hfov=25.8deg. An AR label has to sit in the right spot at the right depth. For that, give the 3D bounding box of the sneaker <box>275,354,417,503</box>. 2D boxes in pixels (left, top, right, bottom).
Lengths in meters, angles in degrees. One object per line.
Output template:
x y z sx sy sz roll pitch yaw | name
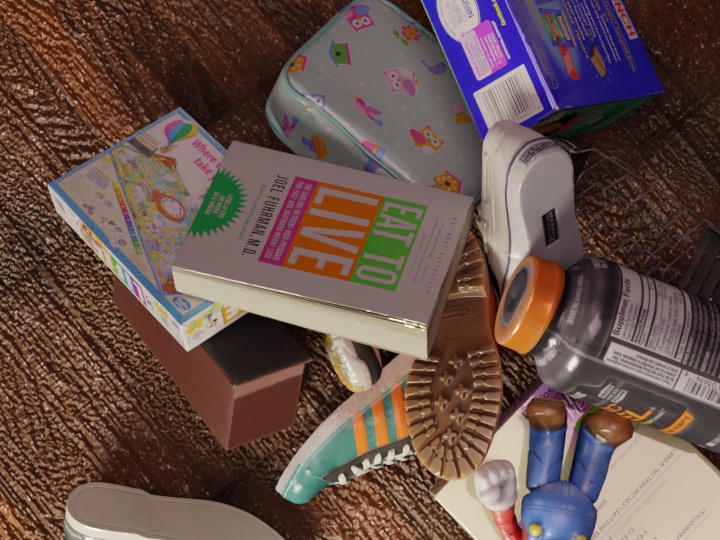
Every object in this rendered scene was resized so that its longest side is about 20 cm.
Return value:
0.022 0.133 1.293 0.200 0.071 0.080 -42 81 -5 | sneaker

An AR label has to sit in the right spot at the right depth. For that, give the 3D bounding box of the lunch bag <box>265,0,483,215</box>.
0.035 -0.123 1.297 0.200 0.077 0.160 40 55 1 | lunch bag

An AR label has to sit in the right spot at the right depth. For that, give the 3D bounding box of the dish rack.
0.210 -0.003 1.260 0.200 0.054 0.154 36 127 23 | dish rack

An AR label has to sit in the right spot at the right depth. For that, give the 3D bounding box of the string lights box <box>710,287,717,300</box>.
0.350 0.101 1.303 0.103 0.059 0.200 -35 85 -4 | string lights box

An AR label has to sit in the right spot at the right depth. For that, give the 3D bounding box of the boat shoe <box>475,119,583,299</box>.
0.123 -0.034 1.215 0.071 0.200 0.070 -32 51 -17 | boat shoe

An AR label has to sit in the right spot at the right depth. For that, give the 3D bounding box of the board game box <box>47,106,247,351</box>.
-0.142 -0.038 1.265 0.134 0.034 0.200 -33 54 -20 | board game box

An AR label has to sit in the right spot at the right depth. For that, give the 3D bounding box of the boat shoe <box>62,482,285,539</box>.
-0.149 0.231 1.299 0.199 0.073 0.062 16 127 -5 | boat shoe

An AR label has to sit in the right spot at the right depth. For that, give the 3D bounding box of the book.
-0.026 -0.021 1.194 0.199 0.048 0.134 13 56 12 | book

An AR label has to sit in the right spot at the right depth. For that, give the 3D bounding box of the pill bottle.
0.202 0.055 1.173 0.199 0.106 0.107 21 84 -10 | pill bottle

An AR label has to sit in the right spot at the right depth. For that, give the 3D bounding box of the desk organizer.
-0.126 0.046 1.275 0.071 0.077 0.200 -18 48 -31 | desk organizer

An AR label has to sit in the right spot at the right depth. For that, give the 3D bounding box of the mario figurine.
0.152 0.198 1.170 0.123 0.106 0.201 1 74 34 | mario figurine

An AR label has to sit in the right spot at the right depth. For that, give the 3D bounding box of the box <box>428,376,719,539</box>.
0.186 0.189 1.275 0.200 0.097 0.176 44 86 3 | box

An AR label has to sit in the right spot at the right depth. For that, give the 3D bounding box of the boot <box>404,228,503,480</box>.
0.082 0.075 1.226 0.075 0.107 0.201 -4 65 15 | boot

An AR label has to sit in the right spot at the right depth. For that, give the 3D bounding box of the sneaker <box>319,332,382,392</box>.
0.000 0.000 1.286 0.087 0.076 0.201 -10 66 -9 | sneaker

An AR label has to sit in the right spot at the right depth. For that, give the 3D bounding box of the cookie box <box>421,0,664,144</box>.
0.144 -0.195 1.265 0.075 0.200 0.172 -28 83 36 | cookie box
